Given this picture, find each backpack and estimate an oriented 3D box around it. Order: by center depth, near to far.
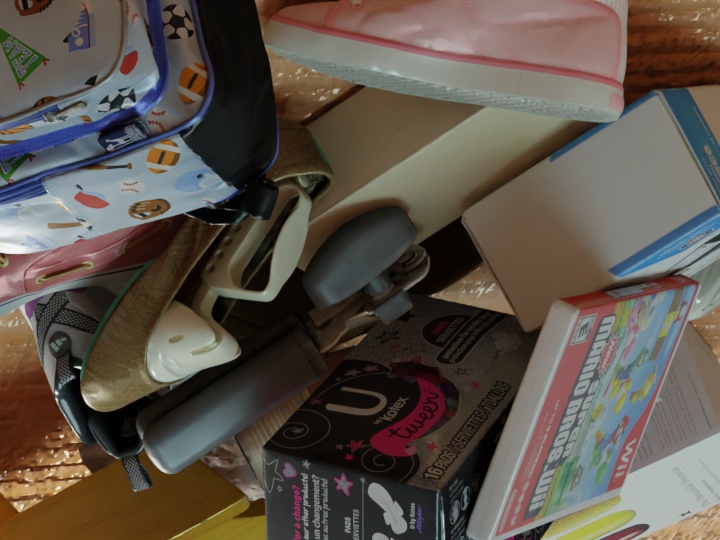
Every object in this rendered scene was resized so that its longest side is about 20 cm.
[{"bbox_3d":[-0.150,-0.101,1.379,0.190,0.201,0.154,-24,146,24],"label":"backpack"}]

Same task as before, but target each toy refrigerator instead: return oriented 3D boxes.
[{"bbox_3d":[0.037,-0.076,1.634,0.199,0.070,0.076,-33,143,21],"label":"toy refrigerator"}]

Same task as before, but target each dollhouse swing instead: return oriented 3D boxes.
[{"bbox_3d":[-0.164,0.156,1.831,0.181,0.176,0.200,-28,151,-6],"label":"dollhouse swing"}]

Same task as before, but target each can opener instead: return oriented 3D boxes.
[{"bbox_3d":[-0.049,0.034,1.624,0.199,0.053,0.067,-34,112,-1],"label":"can opener"}]

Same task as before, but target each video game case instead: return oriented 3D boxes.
[{"bbox_3d":[0.130,0.076,1.621,0.200,0.017,0.144,-10,122,-63],"label":"video game case"}]

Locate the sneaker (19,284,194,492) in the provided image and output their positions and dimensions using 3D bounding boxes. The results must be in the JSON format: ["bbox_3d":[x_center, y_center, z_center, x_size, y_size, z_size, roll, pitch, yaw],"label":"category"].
[{"bbox_3d":[-0.135,0.073,1.708,0.077,0.141,0.200,-29,148,21],"label":"sneaker"}]

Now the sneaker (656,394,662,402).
[{"bbox_3d":[0.123,0.056,1.809,0.099,0.070,0.200,-27,-168,1],"label":"sneaker"}]

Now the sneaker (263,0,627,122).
[{"bbox_3d":[0.051,-0.146,1.533,0.199,0.105,0.075,9,178,9],"label":"sneaker"}]

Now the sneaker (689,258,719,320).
[{"bbox_3d":[0.258,-0.034,1.838,0.199,0.072,0.072,-32,-177,10],"label":"sneaker"}]

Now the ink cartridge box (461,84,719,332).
[{"bbox_3d":[0.172,-0.040,1.678,0.145,0.084,0.200,-34,170,25],"label":"ink cartridge box"}]

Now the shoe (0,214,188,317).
[{"bbox_3d":[-0.188,-0.026,1.593,0.199,0.072,0.091,-13,149,-20],"label":"shoe"}]

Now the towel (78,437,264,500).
[{"bbox_3d":[-0.075,0.137,1.894,0.190,0.032,0.200,-14,146,5],"label":"towel"}]

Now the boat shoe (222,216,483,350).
[{"bbox_3d":[0.000,0.000,1.747,0.199,0.074,0.066,-24,174,4],"label":"boat shoe"}]

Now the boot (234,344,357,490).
[{"bbox_3d":[0.009,0.112,1.810,0.155,0.077,0.201,-28,137,-5],"label":"boot"}]

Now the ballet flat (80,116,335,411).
[{"bbox_3d":[-0.080,0.007,1.597,0.200,0.072,0.068,-53,144,-3],"label":"ballet flat"}]

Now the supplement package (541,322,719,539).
[{"bbox_3d":[0.164,0.127,1.995,0.199,0.110,0.114,-26,149,14],"label":"supplement package"}]

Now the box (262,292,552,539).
[{"bbox_3d":[0.034,0.118,1.638,0.114,0.200,0.133,11,120,22],"label":"box"}]
